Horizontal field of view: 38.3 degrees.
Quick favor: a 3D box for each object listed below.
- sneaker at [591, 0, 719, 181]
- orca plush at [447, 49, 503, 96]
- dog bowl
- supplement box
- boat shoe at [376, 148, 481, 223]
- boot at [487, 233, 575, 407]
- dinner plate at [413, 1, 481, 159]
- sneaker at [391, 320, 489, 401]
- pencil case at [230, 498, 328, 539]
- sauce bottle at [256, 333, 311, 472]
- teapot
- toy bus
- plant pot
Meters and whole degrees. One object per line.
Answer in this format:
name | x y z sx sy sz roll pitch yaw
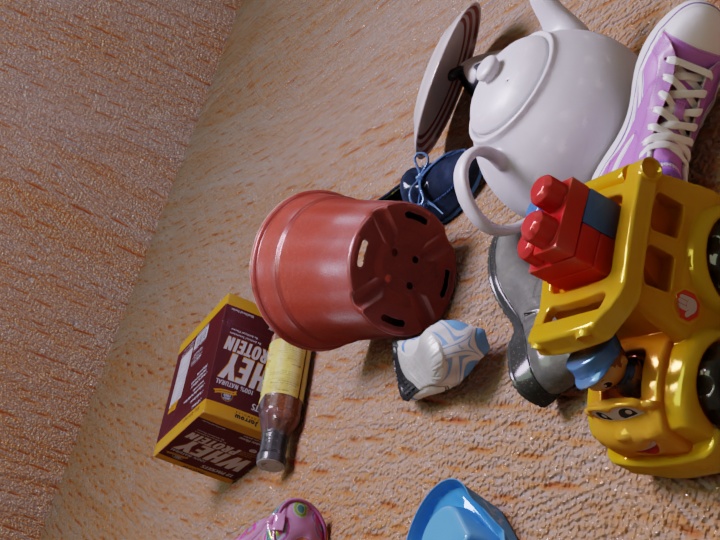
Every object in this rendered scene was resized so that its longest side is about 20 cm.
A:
sneaker | 0.254 -0.114 0.837 0.114 0.072 0.203 -88 15 -73
orca plush | 0.172 -0.218 1.214 0.104 0.072 0.199 -26 14 -21
dog bowl | 0.096 0.265 0.881 0.112 0.049 0.200 -61 21 14
supplement box | -0.199 0.182 1.570 0.197 0.131 0.202 -42 32 47
boat shoe | 0.075 -0.090 1.273 0.200 0.068 0.085 -41 32 49
boot | 0.186 0.015 0.922 0.131 0.067 0.202 -42 36 33
dinner plate | 0.102 -0.236 1.282 0.200 0.024 0.203 22 -91 -80
sneaker | 0.079 0.096 1.096 0.200 0.071 0.073 142 119 -72
pencil case | -0.117 0.348 1.268 0.200 0.087 0.088 -42 32 47
sauce bottle | -0.111 0.181 1.452 0.066 0.065 0.202 -42 30 47
teapot | 0.168 -0.147 0.974 0.198 0.145 0.201 -52 22 21
toy bus | 0.182 0.023 0.725 0.135 0.190 0.203 -21 50 59
plant pot | 0.000 0.000 1.220 0.194 0.199 0.203 0 68 58
